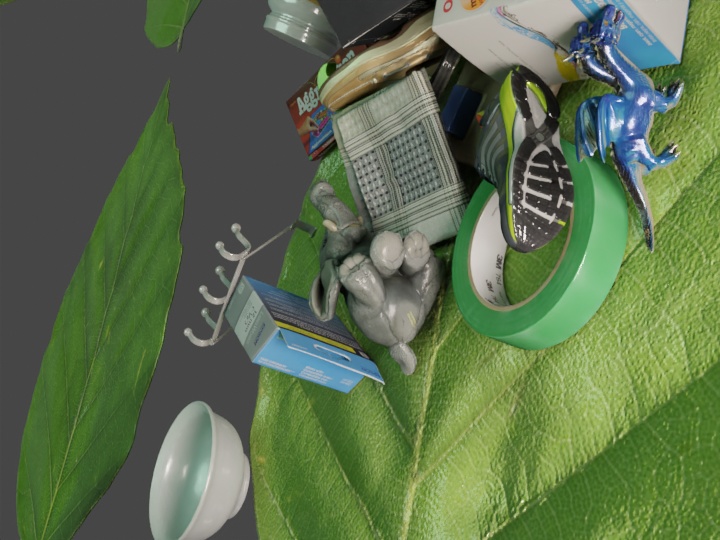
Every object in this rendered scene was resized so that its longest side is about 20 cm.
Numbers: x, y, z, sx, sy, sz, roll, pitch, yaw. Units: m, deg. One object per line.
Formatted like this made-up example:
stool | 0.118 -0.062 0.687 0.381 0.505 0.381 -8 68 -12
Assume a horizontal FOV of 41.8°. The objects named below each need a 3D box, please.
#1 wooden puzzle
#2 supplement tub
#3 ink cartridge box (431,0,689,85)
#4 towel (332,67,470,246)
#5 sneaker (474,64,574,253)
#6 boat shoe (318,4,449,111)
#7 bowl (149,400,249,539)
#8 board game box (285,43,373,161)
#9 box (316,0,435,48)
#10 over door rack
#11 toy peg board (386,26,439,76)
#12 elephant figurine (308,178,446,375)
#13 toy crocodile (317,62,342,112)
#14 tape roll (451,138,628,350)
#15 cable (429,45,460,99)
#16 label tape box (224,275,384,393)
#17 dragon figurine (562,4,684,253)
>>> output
wooden puzzle | 0.152 -0.209 1.063 0.200 0.046 0.188 36 105 60
supplement tub | -0.058 -0.447 1.466 0.144 0.143 0.203 33 102 60
ink cartridge box | 0.193 -0.279 0.898 0.198 0.144 0.150 -2 71 45
towel | 0.041 -0.117 1.113 0.199 0.034 0.196 -16 93 56
sneaker | 0.149 -0.095 0.892 0.081 0.073 0.203 -45 30 47
boat shoe | 0.040 -0.242 1.153 0.198 0.072 0.077 -31 88 21
bowl | -0.217 0.295 1.335 0.201 0.089 0.204 -38 41 44
board game box | -0.034 -0.253 1.384 0.199 0.019 0.104 -34 75 47
box | 0.038 -0.318 1.046 0.140 0.080 0.200 -32 7 17
over door rack | -0.156 0.009 1.290 0.066 0.199 0.149 33 116 19
toy peg board | 0.076 -0.382 1.247 0.202 0.097 0.199 -63 30 12
elephant figurine | 0.000 0.000 1.113 0.199 0.141 0.157 18 73 54
toy crocodile | 0.015 -0.239 1.261 0.199 0.067 0.063 23 117 49
tape roll | 0.170 -0.027 0.920 0.200 0.048 0.203 -38 42 44
cable | 0.086 -0.190 1.130 0.201 0.050 0.098 -54 1 45
label tape box | -0.072 0.092 1.159 0.067 0.142 0.200 -61 30 12
dragon figurine | 0.221 -0.121 0.819 0.059 0.098 0.204 -153 68 -78
